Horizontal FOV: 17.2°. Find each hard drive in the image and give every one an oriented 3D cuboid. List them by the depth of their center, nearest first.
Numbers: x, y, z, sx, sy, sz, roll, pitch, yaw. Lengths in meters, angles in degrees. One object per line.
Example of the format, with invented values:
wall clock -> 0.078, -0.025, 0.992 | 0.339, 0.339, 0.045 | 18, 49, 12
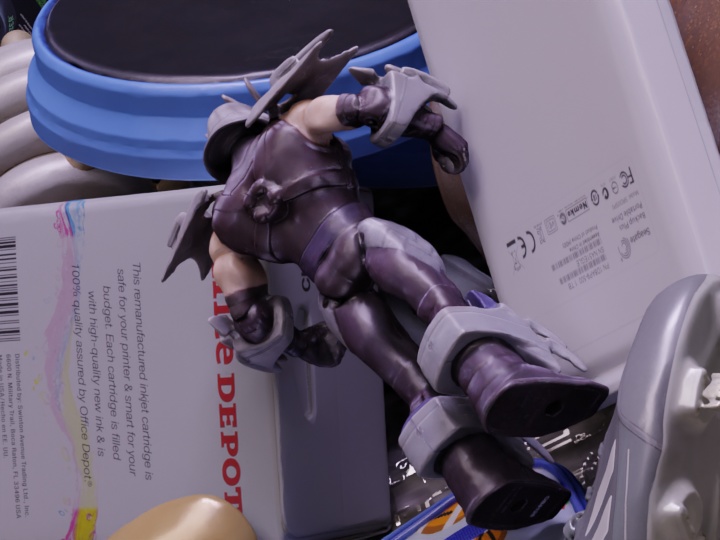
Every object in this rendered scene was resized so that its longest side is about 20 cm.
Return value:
hard drive -> 0.069, -0.057, 0.816 | 0.027, 0.200, 0.132 | -12, -10, -26

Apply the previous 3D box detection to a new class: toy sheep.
toy sheep -> -0.145, -0.054, 1.155 | 0.138, 0.138, 0.200 | -28, 41, 9

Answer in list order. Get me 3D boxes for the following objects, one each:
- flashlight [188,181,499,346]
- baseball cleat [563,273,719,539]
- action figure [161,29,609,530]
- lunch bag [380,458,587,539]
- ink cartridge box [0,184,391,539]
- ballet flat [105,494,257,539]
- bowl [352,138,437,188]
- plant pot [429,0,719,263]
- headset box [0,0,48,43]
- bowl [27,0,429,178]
flashlight -> 0.000, 0.000, 1.044 | 0.068, 0.068, 0.200 | -15, 31, -32
baseball cleat -> 0.067, 0.098, 0.723 | 0.106, 0.070, 0.200 | 2, 79, 37
action figure -> 0.002, 0.002, 0.848 | 0.200, 0.069, 0.130 | 49, 128, 31
lunch bag -> 0.017, 0.161, 0.844 | 0.200, 0.076, 0.160 | -31, 35, 3
ink cartridge box -> -0.092, 0.044, 0.991 | 0.200, 0.083, 0.146 | -4, 88, 33
ballet flat -> -0.114, 0.165, 0.912 | 0.200, 0.069, 0.063 | -46, -6, 20
bowl -> 0.047, -0.103, 1.085 | 0.201, 0.039, 0.201 | -11, 29, 6
plant pot -> 0.143, -0.055, 0.898 | 0.200, 0.200, 0.198 | -50, 31, -19
headset box -> -0.267, -0.149, 1.381 | 0.200, 0.093, 0.174 | -45, 38, -13
bowl -> -0.044, -0.100, 1.015 | 0.201, 0.039, 0.201 | -6, 27, 3
